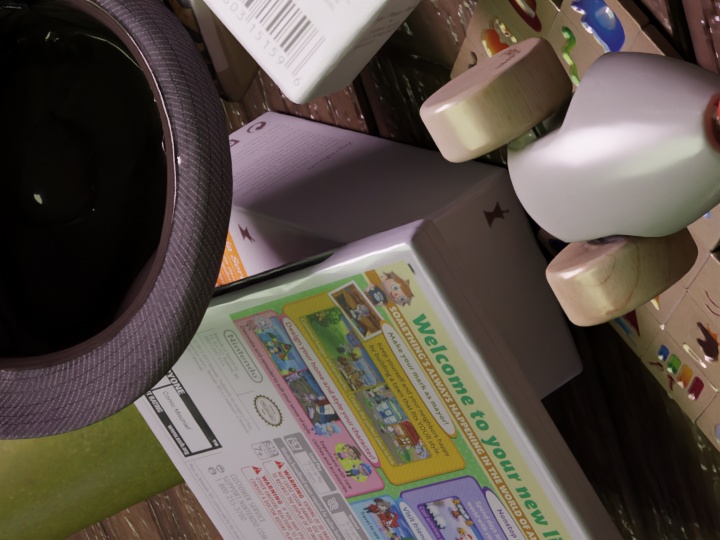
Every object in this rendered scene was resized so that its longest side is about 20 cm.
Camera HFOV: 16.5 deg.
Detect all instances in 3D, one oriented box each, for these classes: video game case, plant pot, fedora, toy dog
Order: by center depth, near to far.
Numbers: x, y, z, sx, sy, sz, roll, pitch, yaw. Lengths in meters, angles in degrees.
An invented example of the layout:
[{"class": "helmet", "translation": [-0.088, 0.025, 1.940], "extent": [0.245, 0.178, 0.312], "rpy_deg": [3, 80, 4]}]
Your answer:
[{"class": "toy dog", "translation": [0.119, -0.053, 0.782], "extent": [0.200, 0.096, 0.132], "rpy_deg": [4, 126, 40]}, {"class": "fedora", "translation": [-0.132, -0.029, 1.016], "extent": [0.090, 0.177, 0.200], "rpy_deg": [29, -127, -79]}, {"class": "video game case", "translation": [0.006, 0.085, 1.033], "extent": [0.182, 0.022, 0.200], "rpy_deg": [-17, 112, 39]}, {"class": "plant pot", "translation": [-0.165, 0.062, 1.320], "extent": [0.200, 0.184, 0.200], "rpy_deg": [50, 162, 23]}]

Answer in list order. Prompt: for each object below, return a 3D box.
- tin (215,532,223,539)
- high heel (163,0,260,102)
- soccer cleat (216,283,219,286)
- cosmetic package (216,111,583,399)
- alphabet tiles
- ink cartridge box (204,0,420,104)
[{"class": "tin", "translation": [-0.020, 0.202, 1.352], "extent": [0.042, 0.112, 0.200], "rpy_deg": [28, 144, 49]}, {"class": "high heel", "translation": [-0.087, -0.177, 1.018], "extent": [0.143, 0.071, 0.200], "rpy_deg": [25, 126, 41]}, {"class": "soccer cleat", "translation": [-0.107, 0.031, 1.147], "extent": [0.200, 0.085, 0.069], "rpy_deg": [35, 150, 45]}, {"class": "cosmetic package", "translation": [0.000, 0.000, 1.093], "extent": [0.200, 0.071, 0.101], "rpy_deg": [17, 136, 56]}, {"class": "alphabet tiles", "translation": [0.107, -0.026, 0.926], "extent": [0.200, 0.008, 0.167], "rpy_deg": [51, 157, 14]}, {"class": "ink cartridge box", "translation": [-0.030, -0.190, 0.893], "extent": [0.200, 0.044, 0.174], "rpy_deg": [49, 123, 9]}]
